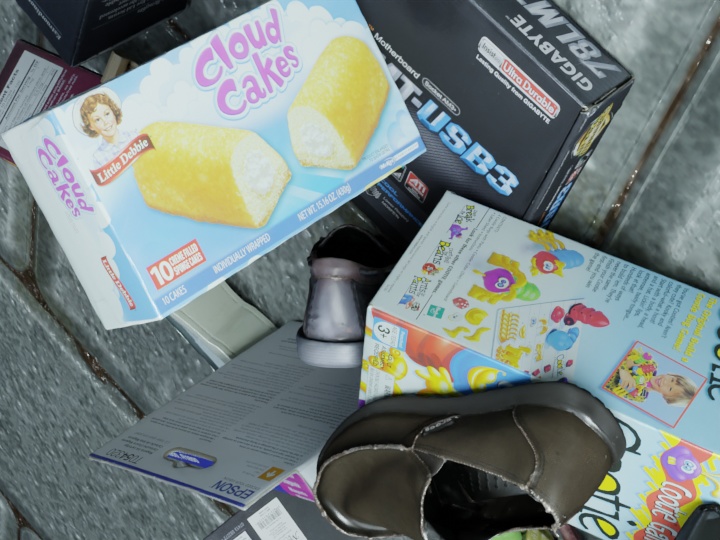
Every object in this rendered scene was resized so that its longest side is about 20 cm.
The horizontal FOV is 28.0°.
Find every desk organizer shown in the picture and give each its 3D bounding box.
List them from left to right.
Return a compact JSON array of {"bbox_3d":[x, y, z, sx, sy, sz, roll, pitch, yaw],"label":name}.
[{"bbox_3d":[-0.028,0.170,1.009,0.072,0.199,0.077,50,149,6],"label":"desk organizer"}]

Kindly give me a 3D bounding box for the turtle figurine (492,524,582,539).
[{"bbox_3d":[0.060,0.173,0.940,0.199,0.143,0.196,24,126,49],"label":"turtle figurine"}]

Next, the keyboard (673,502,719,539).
[{"bbox_3d":[0.212,0.210,0.703,0.199,0.104,0.040,39,159,-6],"label":"keyboard"}]

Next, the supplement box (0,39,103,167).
[{"bbox_3d":[-0.174,-0.083,1.040,0.199,0.086,0.110,26,176,38],"label":"supplement box"}]

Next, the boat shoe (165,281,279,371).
[{"bbox_3d":[-0.133,0.029,1.141,0.200,0.073,0.062,46,143,7],"label":"boat shoe"}]

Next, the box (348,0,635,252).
[{"bbox_3d":[0.038,-0.101,0.825,0.200,0.050,0.199,46,147,15],"label":"box"}]

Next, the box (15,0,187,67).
[{"bbox_3d":[-0.171,-0.255,0.909,0.148,0.104,0.200,50,148,9],"label":"box"}]

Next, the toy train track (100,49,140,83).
[{"bbox_3d":[-0.111,-0.095,0.902,0.199,0.032,0.116,35,106,41],"label":"toy train track"}]

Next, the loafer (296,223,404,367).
[{"bbox_3d":[0.000,0.000,0.874,0.071,0.200,0.064,-1,106,6],"label":"loafer"}]

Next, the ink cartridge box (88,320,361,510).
[{"bbox_3d":[-0.055,0.105,0.986,0.195,0.199,0.044,6,124,51],"label":"ink cartridge box"}]

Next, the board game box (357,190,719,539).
[{"bbox_3d":[0.110,0.058,0.769,0.198,0.105,0.104,23,138,16],"label":"board game box"}]

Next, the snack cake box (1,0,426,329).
[{"bbox_3d":[-0.072,-0.068,0.767,0.067,0.199,0.116,-11,109,54],"label":"snack cake box"}]

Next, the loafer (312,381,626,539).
[{"bbox_3d":[0.038,0.106,0.729,0.199,0.072,0.073,-23,114,46],"label":"loafer"}]
